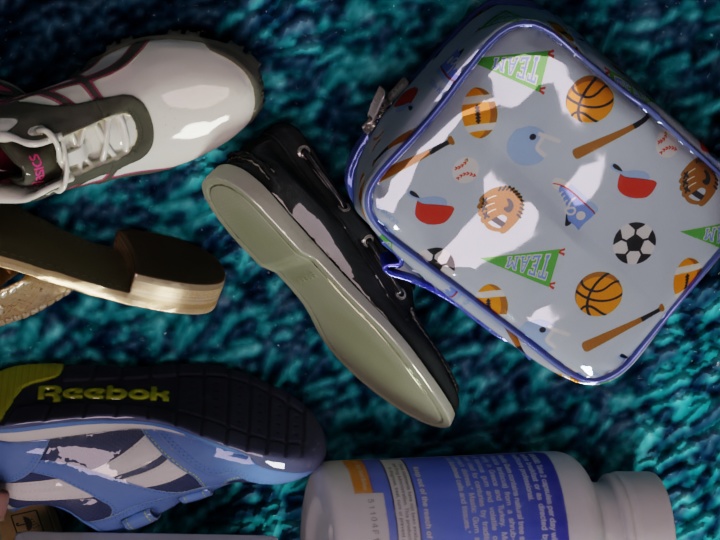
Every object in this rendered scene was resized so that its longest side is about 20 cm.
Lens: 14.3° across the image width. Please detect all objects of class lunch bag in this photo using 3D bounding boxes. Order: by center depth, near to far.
[{"bbox_3d":[0.093,-0.041,1.526,0.200,0.076,0.160,37,99,-20],"label":"lunch bag"}]

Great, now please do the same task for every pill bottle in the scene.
[{"bbox_3d":[0.073,0.159,1.619,0.199,0.112,0.112,-1,119,-12],"label":"pill bottle"}]

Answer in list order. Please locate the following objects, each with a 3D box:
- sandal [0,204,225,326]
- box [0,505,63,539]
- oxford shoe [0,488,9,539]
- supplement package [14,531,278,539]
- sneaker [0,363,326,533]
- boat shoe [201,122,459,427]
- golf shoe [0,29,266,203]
[{"bbox_3d":[-0.183,0.007,1.550,0.211,0.078,0.070,13,115,-17],"label":"sandal"},{"bbox_3d":[-0.237,0.227,1.697,0.163,0.021,0.200,-13,119,4],"label":"box"},{"bbox_3d":[-0.294,0.149,1.596,0.199,0.071,0.074,3,88,19],"label":"oxford shoe"},{"bbox_3d":[-0.120,0.270,1.603,0.151,0.151,0.200,0,128,5],"label":"supplement package"},{"bbox_3d":[-0.118,0.102,1.610,0.199,0.074,0.082,4,121,3],"label":"sneaker"},{"bbox_3d":[-0.001,0.000,1.564,0.199,0.074,0.066,47,65,-16],"label":"boat shoe"},{"bbox_3d":[-0.146,-0.068,1.505,0.199,0.088,0.077,-12,117,2],"label":"golf shoe"}]
